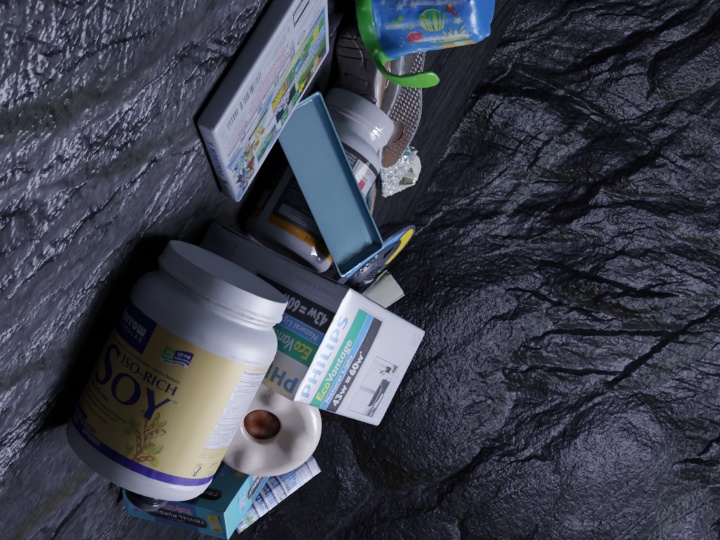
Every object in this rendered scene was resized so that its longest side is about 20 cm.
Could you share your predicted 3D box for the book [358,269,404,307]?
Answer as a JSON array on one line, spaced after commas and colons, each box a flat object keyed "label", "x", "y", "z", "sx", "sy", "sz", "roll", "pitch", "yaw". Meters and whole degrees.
[{"label": "book", "x": -0.015, "y": 0.069, "z": 1.334, "sx": 0.133, "sy": 0.048, "sz": 0.200, "roll": -37, "pitch": 179, "yaw": 13}]

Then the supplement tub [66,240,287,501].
[{"label": "supplement tub", "x": -0.164, "y": 0.090, "z": 0.834, "sx": 0.201, "sy": 0.144, "sz": 0.145, "roll": -63, "pitch": 174, "yaw": 5}]

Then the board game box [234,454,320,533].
[{"label": "board game box", "x": -0.157, "y": 0.283, "z": 1.342, "sx": 0.199, "sy": 0.062, "sz": 0.199, "roll": -33, "pitch": -162, "yaw": -30}]

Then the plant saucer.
[{"label": "plant saucer", "x": -0.037, "y": -0.095, "z": 1.025, "sx": 0.070, "sy": 0.201, "sz": 0.019, "roll": -34, "pitch": -156, "yaw": -23}]

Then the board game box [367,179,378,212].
[{"label": "board game box", "x": -0.009, "y": -0.122, "z": 1.335, "sx": 0.196, "sy": 0.055, "sz": 0.202, "roll": 75, "pitch": 25, "yaw": -81}]

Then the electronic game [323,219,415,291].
[{"label": "electronic game", "x": 0.000, "y": 0.000, "z": 1.281, "sx": 0.200, "sy": 0.042, "sz": 0.200, "roll": -41, "pitch": 172, "yaw": -7}]

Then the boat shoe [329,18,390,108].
[{"label": "boat shoe", "x": 0.006, "y": -0.244, "z": 1.141, "sx": 0.072, "sy": 0.075, "sz": 0.200, "roll": -60, "pitch": 175, "yaw": -30}]

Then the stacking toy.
[{"label": "stacking toy", "x": -0.116, "y": 0.154, "z": 1.178, "sx": 0.200, "sy": 0.145, "sz": 0.147, "roll": -84, "pitch": -162, "yaw": -67}]

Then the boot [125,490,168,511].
[{"label": "boot", "x": -0.217, "y": 0.174, "z": 1.118, "sx": 0.201, "sy": 0.065, "sz": 0.165, "roll": -63, "pitch": -178, "yaw": 32}]

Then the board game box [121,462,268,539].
[{"label": "board game box", "x": -0.200, "y": 0.261, "z": 1.226, "sx": 0.200, "sy": 0.149, "sz": 0.047, "roll": -53, "pitch": 145, "yaw": -55}]

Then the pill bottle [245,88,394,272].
[{"label": "pill bottle", "x": -0.045, "y": -0.109, "z": 1.097, "sx": 0.201, "sy": 0.116, "sz": 0.116, "roll": -61, "pitch": 174, "yaw": -8}]

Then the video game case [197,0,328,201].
[{"label": "video game case", "x": -0.087, "y": -0.182, "z": 0.878, "sx": 0.201, "sy": 0.022, "sz": 0.182, "roll": -62, "pitch": 174, "yaw": -14}]

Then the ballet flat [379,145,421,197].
[{"label": "ballet flat", "x": 0.058, "y": -0.150, "z": 1.370, "sx": 0.072, "sy": 0.071, "sz": 0.200, "roll": -61, "pitch": 176, "yaw": -3}]

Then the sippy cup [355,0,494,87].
[{"label": "sippy cup", "x": 0.077, "y": -0.301, "z": 1.001, "sx": 0.140, "sy": 0.129, "sz": 0.180, "roll": -45, "pitch": 135, "yaw": -57}]

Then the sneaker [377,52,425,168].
[{"label": "sneaker", "x": 0.035, "y": -0.242, "z": 1.222, "sx": 0.072, "sy": 0.084, "sz": 0.202, "roll": -9, "pitch": 116, "yaw": -47}]

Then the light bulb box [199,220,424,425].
[{"label": "light bulb box", "x": -0.068, "y": 0.061, "z": 0.991, "sx": 0.126, "sy": 0.197, "sz": 0.200, "roll": -63, "pitch": 150, "yaw": -3}]
